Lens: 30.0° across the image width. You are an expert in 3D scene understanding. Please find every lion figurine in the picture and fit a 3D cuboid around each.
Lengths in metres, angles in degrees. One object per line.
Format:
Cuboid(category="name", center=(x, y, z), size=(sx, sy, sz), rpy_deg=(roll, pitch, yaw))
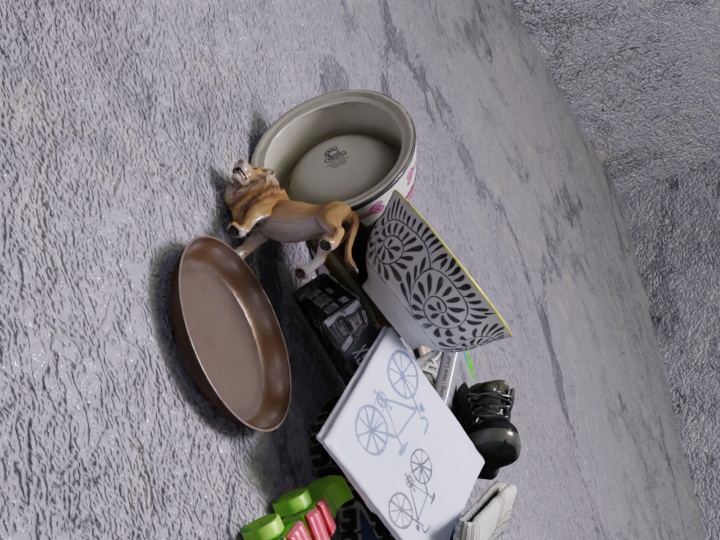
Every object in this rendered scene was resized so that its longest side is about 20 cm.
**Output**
Cuboid(category="lion figurine", center=(-0.067, -0.052, 1.417), size=(0.123, 0.198, 0.073), rpy_deg=(-49, 148, -46))

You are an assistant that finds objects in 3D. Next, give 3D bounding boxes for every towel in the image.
Cuboid(category="towel", center=(0.125, 0.332, 1.425), size=(0.200, 0.034, 0.195), rpy_deg=(-16, 114, -72))

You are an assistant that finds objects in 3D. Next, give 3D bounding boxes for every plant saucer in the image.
Cuboid(category="plant saucer", center=(-0.131, 0.065, 1.309), size=(0.201, 0.032, 0.201), rpy_deg=(54, 23, -37))

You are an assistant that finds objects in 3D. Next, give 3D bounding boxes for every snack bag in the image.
Cuboid(category="snack bag", center=(0.048, 0.184, 1.365), size=(0.201, 0.021, 0.189), rpy_deg=(54, 38, -18))

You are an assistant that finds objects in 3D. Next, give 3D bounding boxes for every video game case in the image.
Cuboid(category="video game case", center=(0.109, 0.211, 1.638), size=(0.200, 0.022, 0.184), rpy_deg=(65, 35, -59))

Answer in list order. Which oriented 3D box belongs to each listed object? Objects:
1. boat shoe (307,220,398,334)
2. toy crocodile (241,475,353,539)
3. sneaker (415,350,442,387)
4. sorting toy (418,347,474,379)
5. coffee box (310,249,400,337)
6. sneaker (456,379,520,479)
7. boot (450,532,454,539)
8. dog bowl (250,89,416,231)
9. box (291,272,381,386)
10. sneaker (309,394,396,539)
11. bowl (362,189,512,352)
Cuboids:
Cuboid(category="boat shoe", center=(0.000, 0.000, 1.520), size=(0.072, 0.076, 0.200), rpy_deg=(-57, 138, -22))
Cuboid(category="toy crocodile", center=(-0.058, 0.249, 1.260), size=(0.068, 0.061, 0.200), rpy_deg=(67, 20, -3))
Cuboid(category="sneaker", center=(0.082, 0.136, 1.696), size=(0.075, 0.087, 0.200), rpy_deg=(45, 17, 5))
Cuboid(category="sorting toy", center=(0.120, 0.103, 1.927), size=(0.185, 0.036, 0.202), rpy_deg=(4, 66, -69))
Cuboid(category="coffee box", center=(0.011, -0.014, 1.644), size=(0.080, 0.114, 0.202), rpy_deg=(6, 63, -69))
Cuboid(category="sneaker", center=(0.142, 0.172, 1.540), size=(0.200, 0.075, 0.115), rpy_deg=(90, 5, -75))
Cuboid(category="boot", center=(0.069, 0.328, 1.448), size=(0.166, 0.072, 0.202), rpy_deg=(2, 87, -73))
Cuboid(category="dog bowl", center=(-0.024, -0.115, 1.561), size=(0.074, 0.198, 0.201), rpy_deg=(67, 14, -47))
Cuboid(category="box", center=(0.006, 0.110, 1.490), size=(0.201, 0.050, 0.158), rpy_deg=(60, -8, -16))
Cuboid(category="sneaker", center=(-0.001, 0.233, 1.439), size=(0.089, 0.078, 0.202), rpy_deg=(50, 27, -72))
Cuboid(category="bowl", center=(0.063, 0.021, 1.427), size=(0.201, 0.094, 0.201), rpy_deg=(52, 1, -1))
